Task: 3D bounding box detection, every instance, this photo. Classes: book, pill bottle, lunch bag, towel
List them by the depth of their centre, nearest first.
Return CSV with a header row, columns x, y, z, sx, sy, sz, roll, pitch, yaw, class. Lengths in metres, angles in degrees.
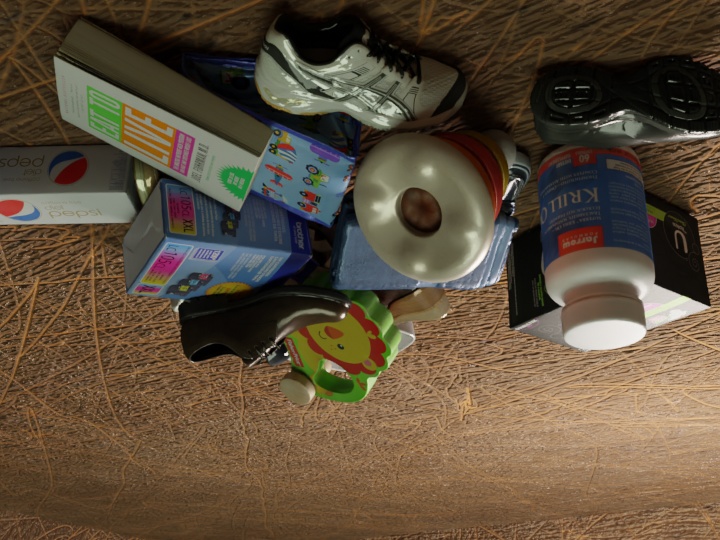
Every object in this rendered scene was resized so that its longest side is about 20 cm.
x,y,z,sx,sy,sz,roll,pitch,yaw,class
-0.188,-0.139,0.860,0.199,0.048,0.134,27,155,-6,book
-0.103,-0.136,0.900,0.198,0.095,0.151,14,155,-6,lunch bag
0.248,-0.026,0.949,0.111,0.202,0.112,0,154,0,pill bottle
0.066,-0.028,0.969,0.198,0.049,0.112,-1,130,-18,towel

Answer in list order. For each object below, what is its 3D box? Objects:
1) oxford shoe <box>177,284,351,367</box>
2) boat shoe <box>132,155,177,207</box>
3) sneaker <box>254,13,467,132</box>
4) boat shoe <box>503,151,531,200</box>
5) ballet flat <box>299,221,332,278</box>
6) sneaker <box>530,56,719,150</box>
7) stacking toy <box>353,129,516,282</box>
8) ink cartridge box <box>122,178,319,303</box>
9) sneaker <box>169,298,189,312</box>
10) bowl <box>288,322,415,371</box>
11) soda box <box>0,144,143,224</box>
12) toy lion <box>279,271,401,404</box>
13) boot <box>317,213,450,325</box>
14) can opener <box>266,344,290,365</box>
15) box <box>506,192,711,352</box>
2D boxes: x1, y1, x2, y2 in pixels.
x,y,z,sx,sy,sz,roll,pitch,yaw,class
-0.104,0.067,1.008,0.198,0.085,0.073,-11,156,9,oxford shoe
-0.197,-0.083,1.023,0.066,0.075,0.200,-10,159,8,boat shoe
0.007,-0.181,0.805,0.198,0.076,0.088,1,146,-13,sneaker
0.136,-0.054,1.038,0.070,0.092,0.200,11,152,-19,boat shoe
-0.059,-0.029,1.118,0.199,0.068,0.064,18,157,-28,ballet flat
0.263,-0.154,0.871,0.198,0.077,0.091,5,164,8,sneaker
0.097,-0.090,0.892,0.145,0.200,0.147,16,123,26,stacking toy
-0.145,-0.024,0.993,0.198,0.077,0.136,5,151,-31,ink cartridge box
-0.170,0.013,1.200,0.199,0.081,0.070,-14,149,24,sneaker
-0.040,0.076,1.329,0.199,0.075,0.199,14,151,-27,bowl
-0.344,-0.094,1.004,0.198,0.064,0.068,0,154,4,soda box
-0.033,0.086,1.106,0.190,0.069,0.201,7,132,33,toy lion
0.000,0.000,1.086,0.199,0.073,0.167,-14,124,44,boot
-0.139,0.063,1.187,0.063,0.079,0.200,39,175,40,can opener
0.300,0.004,1.114,0.148,0.125,0.200,17,151,-31,box
